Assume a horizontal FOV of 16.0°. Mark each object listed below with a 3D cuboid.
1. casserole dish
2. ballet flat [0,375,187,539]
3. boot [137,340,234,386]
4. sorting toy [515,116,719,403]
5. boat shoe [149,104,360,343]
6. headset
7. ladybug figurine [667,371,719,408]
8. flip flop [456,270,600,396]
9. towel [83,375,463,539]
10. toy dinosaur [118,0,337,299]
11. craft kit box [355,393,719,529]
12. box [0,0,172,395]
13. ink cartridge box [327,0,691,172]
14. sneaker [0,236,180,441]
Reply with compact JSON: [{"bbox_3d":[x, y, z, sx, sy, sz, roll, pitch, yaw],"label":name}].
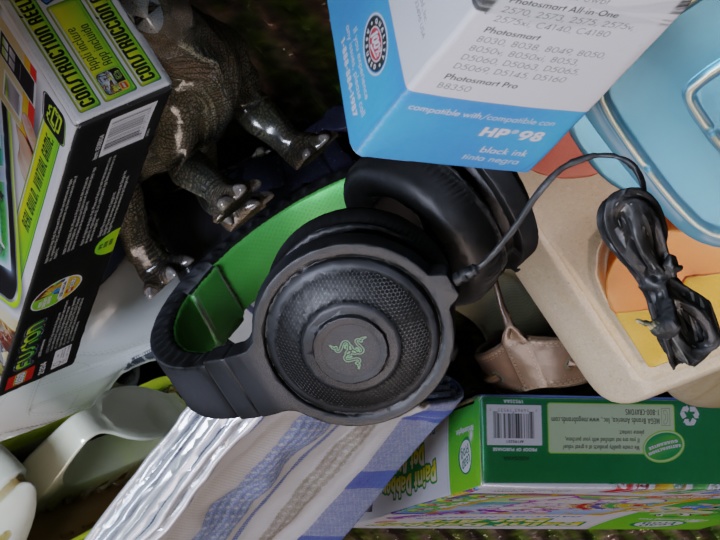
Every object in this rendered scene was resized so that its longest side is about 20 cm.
[{"bbox_3d":[0.155,-0.077,0.845,0.200,0.039,0.121,-31,113,24],"label":"casserole dish"},{"bbox_3d":[-0.124,0.082,0.945,0.200,0.067,0.067,-21,153,-43],"label":"ballet flat"},{"bbox_3d":[-0.105,0.074,1.132,0.203,0.074,0.154,-10,160,18],"label":"boot"},{"bbox_3d":[0.124,-0.045,0.912,0.200,0.037,0.185,-22,118,28],"label":"sorting toy"},{"bbox_3d":[0.000,0.000,1.023,0.093,0.075,0.200,-30,158,11],"label":"boat shoe"},{"bbox_3d":[0.021,0.007,0.857,0.200,0.124,0.094,-14,117,42],"label":"headset"},{"bbox_3d":[0.184,-0.012,1.029,0.135,0.072,0.200,-10,156,-30],"label":"ladybug figurine"},{"bbox_3d":[0.080,0.032,1.115,0.081,0.058,0.200,-13,152,9],"label":"flip flop"},{"bbox_3d":[-0.042,0.094,1.003,0.147,0.024,0.200,-51,159,14],"label":"towel"},{"bbox_3d":[-0.076,-0.055,0.890,0.077,0.102,0.200,-37,177,-31],"label":"toy dinosaur"},{"bbox_3d":[0.111,0.092,1.195,0.199,0.049,0.197,2,171,-18],"label":"craft kit box"},{"bbox_3d":[-0.120,-0.048,0.844,0.035,0.110,0.200,-26,162,-25],"label":"box"},{"bbox_3d":[0.060,-0.128,0.744,0.067,0.116,0.200,6,150,-26],"label":"ink cartridge box"},{"bbox_3d":[-0.147,0.042,1.032,0.200,0.077,0.080,-26,125,34],"label":"sneaker"}]
